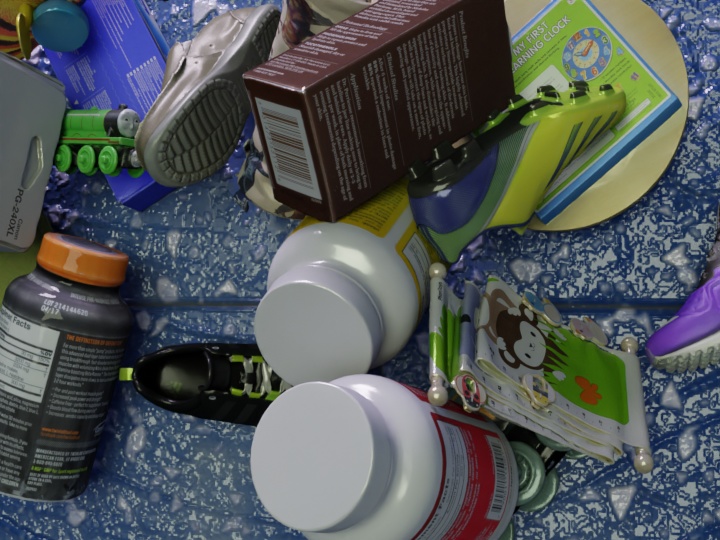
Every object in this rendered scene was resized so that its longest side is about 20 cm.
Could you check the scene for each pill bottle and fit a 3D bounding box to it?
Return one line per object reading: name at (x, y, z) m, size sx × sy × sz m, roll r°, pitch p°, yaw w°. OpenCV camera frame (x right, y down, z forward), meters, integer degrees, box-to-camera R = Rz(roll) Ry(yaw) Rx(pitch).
pill bottle at (0.018, 0.129, 0.732) m, size 0.111 × 0.199 × 0.114 m, roll -8°, pitch 72°, yaw 28°
pill bottle at (-0.247, 0.074, 0.918) m, size 0.105 × 0.106 × 0.203 m, roll 19°, pitch 95°, yaw 15°
pill bottle at (0.000, 0.000, 0.820) m, size 0.111 × 0.200 × 0.114 m, roll 9°, pitch 120°, yaw 17°

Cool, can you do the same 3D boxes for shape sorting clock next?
shape sorting clock at (0.156, -0.130, 0.892) m, size 0.197 × 0.039 × 0.203 m, roll -2°, pitch 83°, yaw 19°

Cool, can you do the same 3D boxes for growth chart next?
growth chart at (0.124, 0.064, 0.784) m, size 0.018 × 0.198 × 0.146 m, roll -50°, pitch 28°, yaw 37°

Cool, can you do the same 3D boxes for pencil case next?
pencil case at (-0.044, -0.138, 0.882) m, size 0.089 × 0.078 × 0.202 m, roll 24°, pitch 118°, yaw 14°

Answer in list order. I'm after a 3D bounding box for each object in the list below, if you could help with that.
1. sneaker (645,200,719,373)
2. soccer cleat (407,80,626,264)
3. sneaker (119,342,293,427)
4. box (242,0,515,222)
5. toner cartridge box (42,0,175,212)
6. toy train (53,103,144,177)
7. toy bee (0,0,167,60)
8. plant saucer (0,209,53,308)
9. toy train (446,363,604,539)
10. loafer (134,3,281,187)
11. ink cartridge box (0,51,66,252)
sneaker at (0.284, -0.006, 0.836) m, size 0.199 × 0.070 × 0.100 m, roll -32°, pitch 70°, yaw 4°
soccer cleat at (0.117, -0.074, 0.819) m, size 0.199 × 0.064 × 0.085 m, roll -31°, pitch 112°, yaw -25°
sneaker at (-0.095, 0.093, 0.902) m, size 0.197 × 0.083 × 0.073 m, roll -2°, pitch 82°, yaw 13°
box at (0.019, -0.130, 0.806) m, size 0.199 × 0.101 × 0.075 m, roll -33°, pitch 37°, yaw -30°
toner cartridge box at (-0.204, -0.162, 0.983) m, size 0.094 × 0.043 × 0.202 m, roll -30°, pitch 77°, yaw 8°
toy train at (-0.248, -0.109, 0.952) m, size 0.198 × 0.041 × 0.057 m, roll 6°, pitch 92°, yaw 40°
toy bee at (-0.258, -0.243, 0.926) m, size 0.199 × 0.109 × 0.131 m, roll -38°, pitch 49°, yaw 2°
plant saucer at (-0.349, 0.010, 1.003) m, size 0.197 × 0.031 × 0.203 m, roll -2°, pitch 82°, yaw 13°
toy train at (0.097, 0.132, 0.854) m, size 0.114 × 0.085 × 0.201 m, roll 42°, pitch 93°, yaw 25°
loafer at (-0.128, -0.143, 0.921) m, size 0.069 × 0.076 × 0.201 m, roll 9°, pitch 47°, yaw 26°
ink cartridge box at (-0.353, -0.097, 0.936) m, size 0.198 × 0.083 × 0.147 m, roll 2°, pitch 76°, yaw 32°
